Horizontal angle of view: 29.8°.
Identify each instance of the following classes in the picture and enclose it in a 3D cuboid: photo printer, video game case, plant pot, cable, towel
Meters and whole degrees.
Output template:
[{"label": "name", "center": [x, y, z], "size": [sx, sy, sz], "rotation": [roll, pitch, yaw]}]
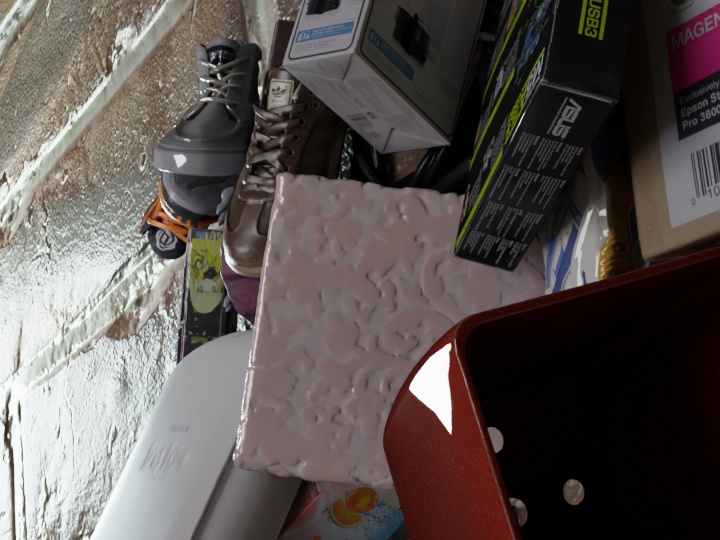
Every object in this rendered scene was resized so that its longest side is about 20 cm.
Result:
[{"label": "photo printer", "center": [-0.100, 0.133, 0.925], "size": [0.166, 0.069, 0.201], "rotation": [-9, 52, 57]}, {"label": "video game case", "center": [-0.125, 0.066, 1.122], "size": [0.200, 0.035, 0.183], "rotation": [111, 163, -84]}, {"label": "plant pot", "center": [0.118, 0.115, 0.679], "size": [0.176, 0.198, 0.202], "rotation": [-29, 76, 63]}, {"label": "cable", "center": [0.041, -0.119, 0.981], "size": [0.200, 0.050, 0.165], "rotation": [-36, 55, 48]}, {"label": "towel", "center": [0.030, 0.043, 0.853], "size": [0.032, 0.198, 0.193], "rotation": [141, 137, -85]}]

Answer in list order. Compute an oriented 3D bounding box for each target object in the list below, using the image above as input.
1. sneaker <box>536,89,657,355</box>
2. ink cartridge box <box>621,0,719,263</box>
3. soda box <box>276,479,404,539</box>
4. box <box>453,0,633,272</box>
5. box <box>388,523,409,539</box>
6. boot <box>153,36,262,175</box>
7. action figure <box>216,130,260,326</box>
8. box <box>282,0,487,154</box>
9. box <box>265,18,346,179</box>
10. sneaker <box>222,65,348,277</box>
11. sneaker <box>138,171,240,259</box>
[{"label": "sneaker", "center": [0.136, -0.052, 0.805], "size": [0.088, 0.075, 0.202], "rotation": [2, 85, 56]}, {"label": "ink cartridge box", "center": [0.225, -0.104, 0.683], "size": [0.199, 0.075, 0.166], "rotation": [-27, 63, 52]}, {"label": "soda box", "center": [-0.048, 0.190, 0.930], "size": [0.200, 0.068, 0.064], "rotation": [-48, 28, 18]}, {"label": "box", "center": [0.109, -0.128, 0.774], "size": [0.200, 0.047, 0.195], "rotation": [111, 171, -63]}, {"label": "box", "center": [0.058, 0.194, 0.911], "size": [0.121, 0.032, 0.202], "rotation": [-37, 52, 47]}, {"label": "boot", "center": [-0.116, -0.132, 1.047], "size": [0.200, 0.073, 0.097], "rotation": [-89, 3, -76]}, {"label": "action figure", "center": [0.000, 0.000, 0.961], "size": [0.198, 0.134, 0.150], "rotation": [10, 66, 18]}, {"label": "box", "center": [0.029, -0.194, 0.898], "size": [0.060, 0.116, 0.202], "rotation": [-4, 60, 39]}, {"label": "box", "center": [-0.050, -0.089, 1.064], "size": [0.100, 0.074, 0.202], "rotation": [-114, 33, -84]}, {"label": "sneaker", "center": [-0.051, -0.095, 0.901], "size": [0.070, 0.076, 0.201], "rotation": [7, 62, 31]}, {"label": "sneaker", "center": [-0.147, -0.049, 1.169], "size": [0.113, 0.077, 0.200], "rotation": [-57, 4, 17]}]
